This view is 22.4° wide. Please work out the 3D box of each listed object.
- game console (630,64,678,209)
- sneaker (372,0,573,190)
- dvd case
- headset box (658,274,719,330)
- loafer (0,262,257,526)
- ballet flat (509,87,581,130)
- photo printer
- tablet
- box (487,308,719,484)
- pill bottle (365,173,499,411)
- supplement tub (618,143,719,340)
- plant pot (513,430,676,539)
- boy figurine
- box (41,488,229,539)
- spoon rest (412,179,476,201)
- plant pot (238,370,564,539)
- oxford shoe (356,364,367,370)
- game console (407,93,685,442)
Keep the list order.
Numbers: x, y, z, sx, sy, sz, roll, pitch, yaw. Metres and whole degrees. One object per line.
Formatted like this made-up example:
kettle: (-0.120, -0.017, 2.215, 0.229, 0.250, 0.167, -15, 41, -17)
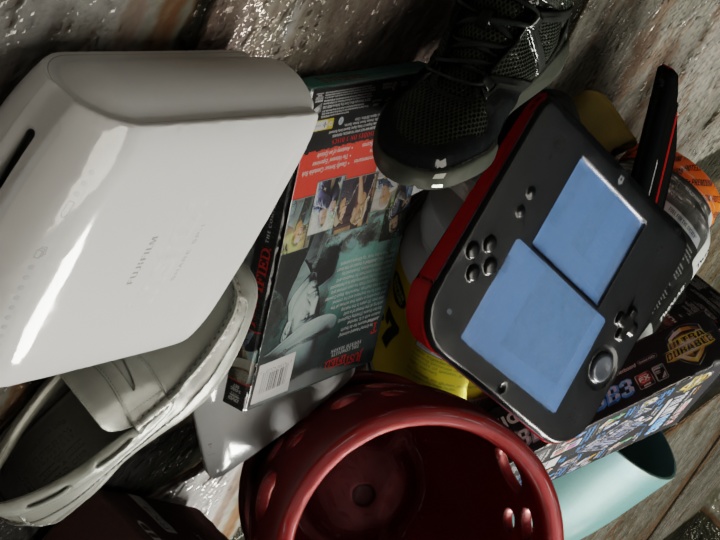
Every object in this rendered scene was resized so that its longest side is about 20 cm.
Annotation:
game console: (0.207, -0.036, 1.382, 0.177, 0.031, 0.201, 61, 43, -70)
sneaker: (0.068, -0.132, 1.055, 0.199, 0.076, 0.115, -46, 151, -41)
dvd case: (-0.016, -0.023, 1.094, 0.146, 0.022, 0.201, -19, 125, -55)
headset box: (0.254, 0.037, 1.678, 0.200, 0.149, 0.077, -14, 140, -60)
loafer: (-0.136, 0.068, 1.012, 0.200, 0.070, 0.070, -49, 165, 9)
ballet flat: (0.146, -0.038, 1.331, 0.068, 0.069, 0.201, -21, 128, -6)
photo printer: (-0.122, -0.028, 0.873, 0.167, 0.069, 0.200, -58, 159, 22)
tablet: (-0.057, 0.030, 1.120, 0.130, 0.014, 0.201, -35, 142, -27)
box: (0.173, 0.116, 1.409, 0.198, 0.050, 0.200, -25, 165, -11)
pill bottle: (0.075, 0.018, 1.313, 0.114, 0.114, 0.201, -35, 156, -34)
supplement tub: (0.213, -0.004, 1.534, 0.200, 0.122, 0.123, -52, 162, -19)
plant pot: (0.163, 0.163, 1.662, 0.161, 0.201, 0.200, -45, 162, 18)
boy figurine: (0.145, -0.050, 1.415, 0.124, 0.064, 0.200, -6, 136, -58)
box: (-0.143, 0.265, 1.220, 0.164, 0.166, 0.200, -48, 161, 1)
spoon rest: (0.000, 0.000, 1.212, 0.200, 0.061, 0.099, -43, 147, 16)
plant pot: (0.017, 0.166, 1.240, 0.201, 0.200, 0.182, -49, -161, -1)
oxford shoe: (-0.011, 0.152, 1.441, 0.071, 0.071, 0.201, -29, 154, -47)
game console: (0.127, 0.006, 1.195, 0.200, 0.031, 0.177, 39, 82, -43)
